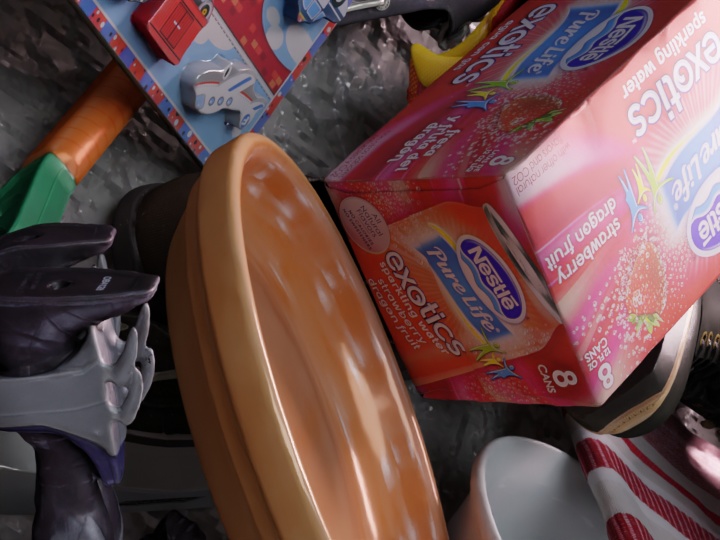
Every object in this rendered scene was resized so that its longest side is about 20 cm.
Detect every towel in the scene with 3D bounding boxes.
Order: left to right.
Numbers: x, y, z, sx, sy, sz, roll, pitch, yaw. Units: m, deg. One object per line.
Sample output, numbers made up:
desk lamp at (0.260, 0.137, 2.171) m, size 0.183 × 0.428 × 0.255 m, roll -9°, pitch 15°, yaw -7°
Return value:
towel at (0.145, 0.117, 0.946) m, size 0.144 × 0.023 × 0.201 m, roll 36°, pitch 20°, yaw -27°

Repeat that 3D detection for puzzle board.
puzzle board at (-0.040, -0.133, 0.818) m, size 0.151 × 0.017 × 0.200 m, roll -54°, pitch 153°, yaw -10°

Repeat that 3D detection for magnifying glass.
magnifying glass at (-0.120, -0.020, 0.807) m, size 0.022 × 0.079 × 0.201 m, roll 49°, pitch 40°, yaw -18°

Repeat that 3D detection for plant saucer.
plant saucer at (-0.017, 0.054, 0.762) m, size 0.200 × 0.037 × 0.202 m, roll -20°, pitch 90°, yaw -80°

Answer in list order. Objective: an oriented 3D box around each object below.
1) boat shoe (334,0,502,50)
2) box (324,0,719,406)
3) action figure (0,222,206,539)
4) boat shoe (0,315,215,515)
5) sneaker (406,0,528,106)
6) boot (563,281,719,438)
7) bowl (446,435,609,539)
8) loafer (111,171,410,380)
boat shoe at (0.023, -0.127, 0.974) m, size 0.199 × 0.072 × 0.063 m, roll -4°, pitch 103°, yaw -41°
box at (0.093, -0.045, 0.874) m, size 0.200 × 0.095 × 0.100 m, roll -42°, pitch 119°, yaw -36°
action figure at (-0.082, 0.092, 0.689) m, size 0.069 × 0.130 × 0.202 m, roll -6°, pitch 109°, yaw -2°
boat shoe at (-0.091, 0.051, 0.808) m, size 0.199 × 0.070 × 0.064 m, roll 6°, pitch 72°, yaw -48°
sneaker at (0.095, -0.090, 0.978) m, size 0.199 × 0.073 × 0.078 m, roll -28°, pitch 128°, yaw -47°
boot at (0.141, 0.039, 0.967) m, size 0.139 × 0.077 × 0.201 m, roll 51°, pitch 24°, yaw -21°
bowl at (0.087, 0.168, 0.881) m, size 0.201 × 0.090 × 0.201 m, roll 41°, pitch 19°, yaw -17°
loafer at (0.000, 0.000, 0.897) m, size 0.199 × 0.071 × 0.074 m, roll 4°, pitch 73°, yaw -40°
